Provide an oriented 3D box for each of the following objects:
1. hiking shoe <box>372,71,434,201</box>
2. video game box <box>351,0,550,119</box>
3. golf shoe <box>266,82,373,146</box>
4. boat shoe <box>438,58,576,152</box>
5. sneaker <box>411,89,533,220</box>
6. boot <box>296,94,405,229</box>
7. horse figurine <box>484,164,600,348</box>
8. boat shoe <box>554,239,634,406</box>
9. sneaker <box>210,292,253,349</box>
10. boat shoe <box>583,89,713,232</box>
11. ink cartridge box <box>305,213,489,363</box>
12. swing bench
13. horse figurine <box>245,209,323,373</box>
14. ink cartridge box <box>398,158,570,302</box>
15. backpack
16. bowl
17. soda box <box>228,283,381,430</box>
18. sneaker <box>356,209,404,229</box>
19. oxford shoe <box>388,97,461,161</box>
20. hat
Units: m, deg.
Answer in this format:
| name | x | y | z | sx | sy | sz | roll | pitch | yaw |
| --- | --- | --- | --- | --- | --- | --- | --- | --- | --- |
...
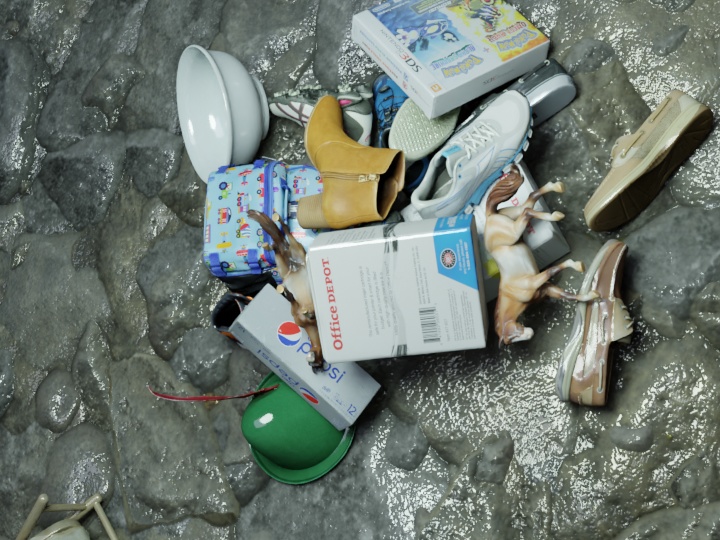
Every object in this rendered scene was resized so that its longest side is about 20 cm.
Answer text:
| name | x | y | z | sx | sy | sz | roll | pitch | yaw |
| --- | --- | --- | --- | --- | --- | --- | --- | --- | --- |
| hiking shoe | 0.057 | -0.192 | 1.516 | 0.074 | 0.086 | 0.203 | -27 | 65 | 18 |
| video game box | 0.117 | -0.303 | 1.480 | 0.198 | 0.047 | 0.183 | -28 | 62 | -23 |
| golf shoe | -0.062 | -0.217 | 1.591 | 0.198 | 0.077 | 0.090 | 10 | 116 | 47 |
| boat shoe | 0.185 | -0.204 | 1.469 | 0.198 | 0.069 | 0.057 | -30 | 61 | 11 |
| sneaker | 0.134 | -0.138 | 1.366 | 0.075 | 0.086 | 0.201 | 37 | 93 | 32 |
| boot | -0.004 | -0.144 | 1.439 | 0.142 | 0.071 | 0.204 | -8 | 62 | 35 |
| horse figurine | 0.193 | -0.021 | 1.315 | 0.131 | 0.050 | 0.203 | -18 | 95 | 35 |
| boat shoe | 0.291 | 0.065 | 1.338 | 0.071 | 0.076 | 0.203 | 16 | 90 | 23 |
| sneaker | -0.115 | 0.071 | 1.521 | 0.197 | 0.112 | 0.079 | -9 | 72 | 25 |
| boat shoe | 0.338 | -0.132 | 1.368 | 0.200 | 0.071 | 0.065 | -45 | 55 | 1 |
| ink cartridge box | 0.047 | 0.021 | 1.346 | 0.196 | 0.084 | 0.149 | -6 | 105 | 11 |
| swing bench | -0.422 | 0.453 | 1.573 | 0.200 | 0.129 | 0.200 | -46 | 61 | 16 |
| horse figurine | -0.082 | 0.013 | 1.390 | 0.049 | 0.133 | 0.202 | -23 | 65 | 4 |
| ink cartridge box | 0.145 | -0.042 | 1.431 | 0.199 | 0.083 | 0.147 | -33 | 64 | 17 |
| backpack | -0.100 | -0.062 | 1.533 | 0.197 | 0.135 | 0.186 | -3 | 69 | 20 |
| bowl | -0.191 | -0.229 | 1.633 | 0.201 | 0.089 | 0.204 | 36 | 131 | 54 |
| soda box | -0.072 | 0.113 | 1.450 | 0.199 | 0.063 | 0.068 | 42 | 67 | -3 |
| sneaker | 0.000 | 0.000 | 1.443 | 0.078 | 0.076 | 0.200 | 39 | 125 | -3 |
| oxford shoe | 0.094 | -0.211 | 1.484 | 0.075 | 0.058 | 0.201 | 33 | 58 | -4 |
| hat | -0.127 | 0.188 | 1.456 | 0.198 | 0.176 | 0.167 | -31 | 64 | 16 |
